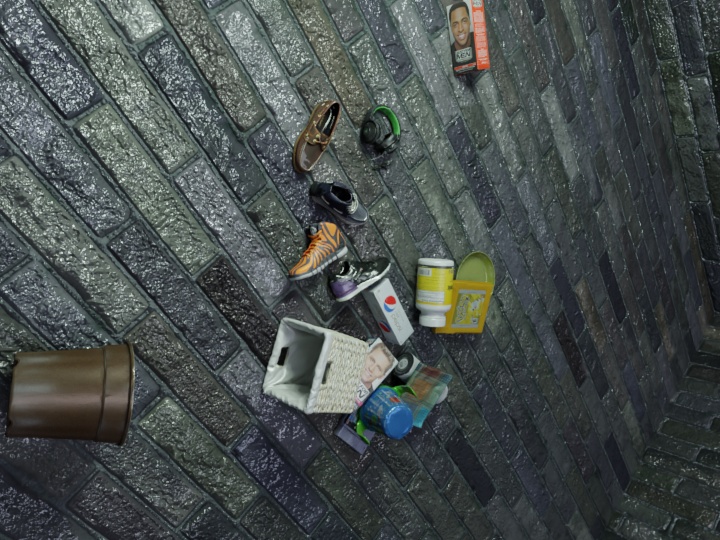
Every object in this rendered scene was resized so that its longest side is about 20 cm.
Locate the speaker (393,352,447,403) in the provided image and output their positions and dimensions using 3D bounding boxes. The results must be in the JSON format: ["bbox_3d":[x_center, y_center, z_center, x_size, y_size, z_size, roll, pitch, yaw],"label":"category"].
[{"bbox_3d":[0.188,0.337,1.705,0.200,0.081,0.082,43,70,-34],"label":"speaker"}]

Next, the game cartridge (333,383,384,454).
[{"bbox_3d":[0.016,0.420,1.608,0.130,0.038,0.201,48,66,-37],"label":"game cartridge"}]

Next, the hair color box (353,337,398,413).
[{"bbox_3d":[0.005,0.292,1.550,0.200,0.060,0.100,-45,104,-26],"label":"hair color box"}]

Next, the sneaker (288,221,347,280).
[{"bbox_3d":[-0.125,-0.059,1.417,0.200,0.077,0.113,-37,114,-41],"label":"sneaker"}]

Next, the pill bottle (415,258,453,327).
[{"bbox_3d":[0.224,0.066,1.681,0.111,0.111,0.202,-1,97,-38],"label":"pill bottle"}]

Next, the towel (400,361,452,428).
[{"bbox_3d":[0.179,0.381,1.660,0.146,0.022,0.201,25,100,-33],"label":"towel"}]

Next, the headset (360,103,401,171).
[{"bbox_3d":[0.065,-0.364,1.509,0.123,0.094,0.201,27,68,-37],"label":"headset"}]

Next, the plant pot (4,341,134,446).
[{"bbox_3d":[-0.549,0.231,1.040,0.197,0.200,0.202,8,91,-31],"label":"plant pot"}]

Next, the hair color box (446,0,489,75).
[{"bbox_3d":[0.327,-0.708,1.672,0.061,0.101,0.202,-19,106,-35],"label":"hair color box"}]

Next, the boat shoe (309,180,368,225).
[{"bbox_3d":[-0.034,-0.173,1.453,0.199,0.092,0.075,23,81,-38],"label":"boat shoe"}]

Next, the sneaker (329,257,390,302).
[{"bbox_3d":[0.000,0.000,1.519,0.200,0.076,0.088,-36,110,-30],"label":"sneaker"}]

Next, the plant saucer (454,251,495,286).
[{"bbox_3d":[0.379,0.035,1.851,0.199,0.031,0.202,-7,101,-38],"label":"plant saucer"}]

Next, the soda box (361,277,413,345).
[{"bbox_3d":[0.079,0.118,1.601,0.068,0.063,0.201,-42,120,-28],"label":"soda box"}]

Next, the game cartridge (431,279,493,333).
[{"bbox_3d":[0.333,0.121,1.790,0.199,0.032,0.178,3,104,-32],"label":"game cartridge"}]

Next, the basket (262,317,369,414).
[{"bbox_3d":[-0.113,0.241,1.382,0.160,0.199,0.200,20,84,-44],"label":"basket"}]

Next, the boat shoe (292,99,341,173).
[{"bbox_3d":[-0.109,-0.341,1.389,0.070,0.070,0.201,25,81,-39],"label":"boat shoe"}]

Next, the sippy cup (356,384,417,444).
[{"bbox_3d":[0.078,0.404,1.537,0.139,0.130,0.179,18,88,-26],"label":"sippy cup"}]
